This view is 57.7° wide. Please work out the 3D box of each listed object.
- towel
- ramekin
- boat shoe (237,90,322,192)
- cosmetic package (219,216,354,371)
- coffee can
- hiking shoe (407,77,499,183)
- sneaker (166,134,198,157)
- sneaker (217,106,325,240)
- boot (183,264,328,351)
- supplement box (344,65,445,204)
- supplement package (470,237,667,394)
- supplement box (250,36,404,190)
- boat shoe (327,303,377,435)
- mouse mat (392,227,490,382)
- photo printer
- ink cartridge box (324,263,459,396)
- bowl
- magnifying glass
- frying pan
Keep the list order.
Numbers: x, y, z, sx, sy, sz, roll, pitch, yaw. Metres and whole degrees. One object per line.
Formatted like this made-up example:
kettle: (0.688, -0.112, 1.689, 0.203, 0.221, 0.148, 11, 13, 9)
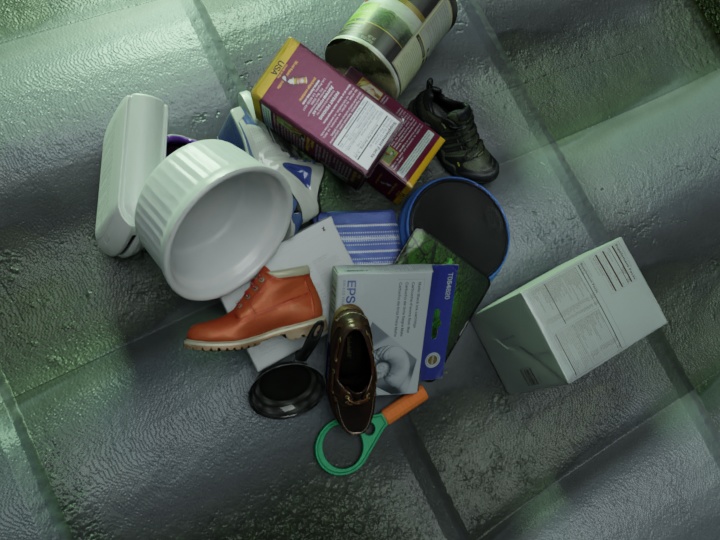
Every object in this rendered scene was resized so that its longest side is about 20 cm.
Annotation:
towel: (0.000, 0.000, 1.051, 0.142, 0.024, 0.203, -3, 78, -15)
ramekin: (-0.193, -0.070, 0.851, 0.200, 0.202, 0.097, -41, 62, -20)
boat shoe: (-0.130, -0.200, 1.048, 0.063, 0.071, 0.202, -29, 92, -19)
cosmetic package: (-0.100, 0.032, 0.968, 0.198, 0.052, 0.152, -27, 100, -11)
coffee can: (0.054, -0.395, 1.101, 0.146, 0.146, 0.201, 36, 70, -3)
hiking shoe: (0.165, -0.231, 1.110, 0.200, 0.101, 0.076, 43, 70, 0)
sneaker: (-0.227, -0.151, 0.996, 0.198, 0.088, 0.082, 21, 70, -9)
sneaker: (-0.121, -0.146, 0.973, 0.115, 0.080, 0.201, -27, 82, -43)
boot: (-0.150, 0.052, 0.900, 0.197, 0.075, 0.109, -12, 93, -20)
supplement box: (0.023, -0.221, 1.079, 0.199, 0.086, 0.111, 37, 71, -3)
supplement package: (0.315, 0.076, 1.020, 0.198, 0.191, 0.149, -25, 83, -18)
supplement box: (-0.050, -0.222, 0.953, 0.199, 0.131, 0.104, 35, 84, -5)
boat shoe: (-0.012, 0.151, 0.912, 0.069, 0.070, 0.203, -10, 115, -9)
mouse mat: (0.102, 0.054, 1.040, 0.160, 0.008, 0.202, 33, 83, -11)
photo printer: (-0.325, -0.122, 0.924, 0.069, 0.166, 0.203, 8, 72, -31)
ink cartridge box: (0.050, 0.089, 0.965, 0.197, 0.041, 0.203, -2, 111, -16)
bowl: (0.160, -0.062, 1.098, 0.197, 0.039, 0.204, 4, 75, -13)
magnifying glass: (0.018, 0.236, 0.995, 0.198, 0.022, 0.080, -29, 84, -18)
frying pan: (-0.105, 0.141, 0.918, 0.113, 0.192, 0.031, -9, 39, -11)
